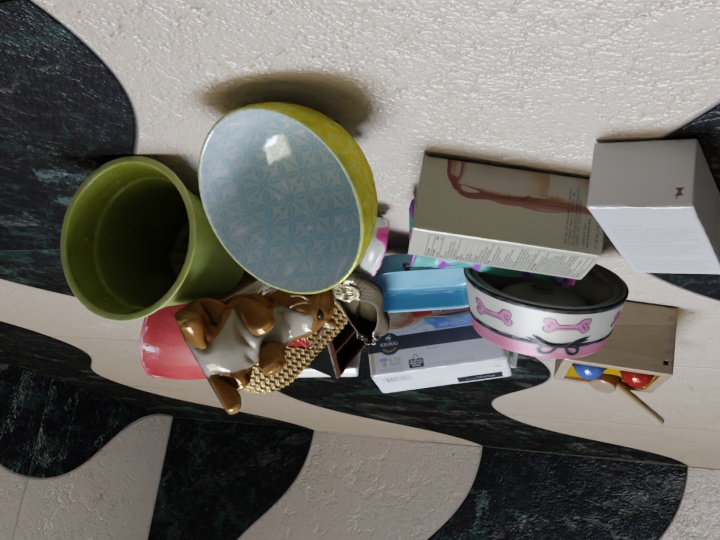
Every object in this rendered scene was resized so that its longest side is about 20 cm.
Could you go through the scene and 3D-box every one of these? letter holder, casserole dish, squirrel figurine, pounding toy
[{"bbox_3d":[-0.083,0.061,1.634,0.200,0.142,0.101,19,140,31],"label":"letter holder"},{"bbox_3d":[0.090,0.013,1.413,0.200,0.039,0.121,-4,151,-6],"label":"casserole dish"},{"bbox_3d":[-0.129,0.064,1.315,0.186,0.142,0.200,-29,-167,-12],"label":"squirrel figurine"},{"bbox_3d":[0.395,0.141,1.579,0.184,0.142,0.200,8,164,7],"label":"pounding toy"}]

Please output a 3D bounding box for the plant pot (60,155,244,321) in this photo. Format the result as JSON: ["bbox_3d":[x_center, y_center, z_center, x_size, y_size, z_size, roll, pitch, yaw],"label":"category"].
[{"bbox_3d":[-0.241,-0.030,1.320,0.200,0.201,0.190,2,176,26],"label":"plant pot"}]

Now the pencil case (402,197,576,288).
[{"bbox_3d":[0.152,-0.031,1.210,0.200,0.092,0.085,7,120,3],"label":"pencil case"}]

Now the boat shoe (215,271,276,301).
[{"bbox_3d":[-0.155,0.035,1.460,0.074,0.069,0.200,10,-149,44],"label":"boat shoe"}]

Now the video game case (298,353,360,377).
[{"bbox_3d":[-0.096,0.110,1.690,0.200,0.182,0.023,-1,125,6],"label":"video game case"}]

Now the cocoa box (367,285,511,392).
[{"bbox_3d":[0.114,0.095,1.529,0.200,0.132,0.133,-9,162,7],"label":"cocoa box"}]

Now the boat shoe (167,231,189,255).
[{"bbox_3d":[-0.278,-0.039,1.469,0.200,0.071,0.069,7,163,4],"label":"boat shoe"}]

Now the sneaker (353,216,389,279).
[{"bbox_3d":[-0.040,-0.032,1.333,0.088,0.082,0.200,18,162,-33],"label":"sneaker"}]

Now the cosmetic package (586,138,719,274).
[{"bbox_3d":[0.306,-0.060,1.047,0.101,0.071,0.200,1,163,28],"label":"cosmetic package"}]

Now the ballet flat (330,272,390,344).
[{"bbox_3d":[-0.001,0.052,1.363,0.067,0.046,0.200,13,160,17],"label":"ballet flat"}]

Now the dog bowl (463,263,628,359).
[{"bbox_3d":[0.221,0.041,1.262,0.200,0.074,0.200,4,-159,-2],"label":"dog bowl"}]

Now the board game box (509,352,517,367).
[{"bbox_3d":[0.161,0.112,1.766,0.147,0.064,0.200,-2,160,38],"label":"board game box"}]

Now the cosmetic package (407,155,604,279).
[{"bbox_3d":[0.156,-0.056,1.121,0.200,0.087,0.103,8,166,0],"label":"cosmetic package"}]

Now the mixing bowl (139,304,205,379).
[{"bbox_3d":[-0.226,0.083,1.531,0.108,0.200,0.200,19,168,17],"label":"mixing bowl"}]

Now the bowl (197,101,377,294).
[{"bbox_3d":[-0.056,-0.087,1.054,0.200,0.201,0.108,-2,-157,35],"label":"bowl"}]

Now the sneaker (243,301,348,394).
[{"bbox_3d":[-0.105,0.094,1.501,0.075,0.200,0.090,51,178,-39],"label":"sneaker"}]
